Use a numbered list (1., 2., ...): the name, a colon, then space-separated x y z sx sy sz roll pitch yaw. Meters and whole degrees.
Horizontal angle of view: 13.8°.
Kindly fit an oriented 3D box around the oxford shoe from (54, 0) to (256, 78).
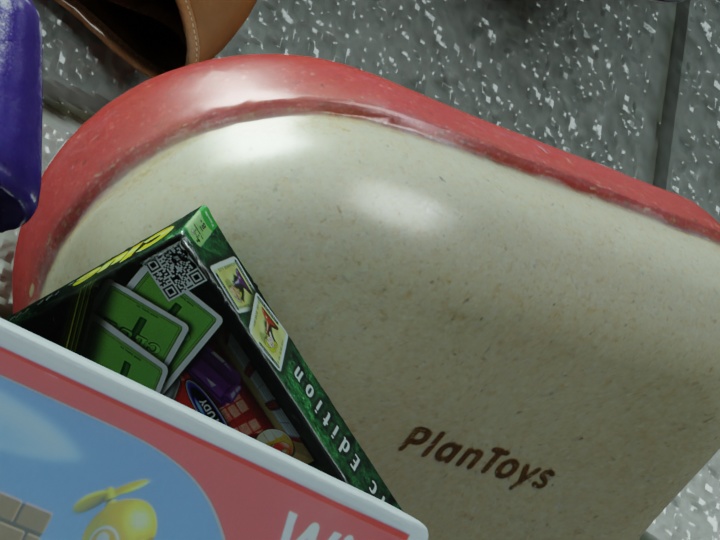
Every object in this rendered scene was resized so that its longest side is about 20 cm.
1. oxford shoe: -0.094 -0.125 0.742 0.200 0.071 0.071 43 55 -25

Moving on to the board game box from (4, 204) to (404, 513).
1. board game box: -0.026 0.093 0.691 0.200 0.105 0.023 57 24 -11

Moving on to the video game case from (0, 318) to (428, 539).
1. video game case: -0.081 0.117 0.605 0.143 0.017 0.200 29 87 -40

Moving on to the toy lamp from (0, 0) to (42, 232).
1. toy lamp: -0.110 0.029 0.639 0.058 0.058 0.200 26 67 -36

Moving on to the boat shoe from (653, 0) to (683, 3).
1. boat shoe: 0.119 -0.175 0.891 0.072 0.066 0.200 31 62 -15

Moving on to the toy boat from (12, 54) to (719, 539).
1. toy boat: 0.000 0.000 0.765 0.200 0.131 0.131 19 30 -40
